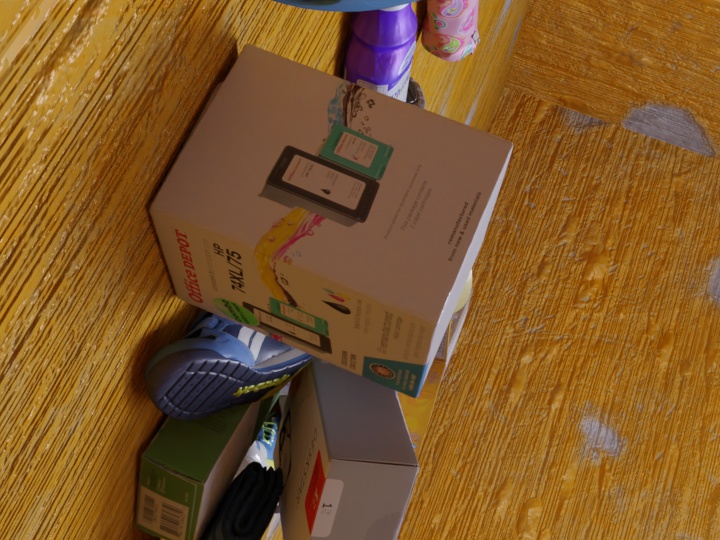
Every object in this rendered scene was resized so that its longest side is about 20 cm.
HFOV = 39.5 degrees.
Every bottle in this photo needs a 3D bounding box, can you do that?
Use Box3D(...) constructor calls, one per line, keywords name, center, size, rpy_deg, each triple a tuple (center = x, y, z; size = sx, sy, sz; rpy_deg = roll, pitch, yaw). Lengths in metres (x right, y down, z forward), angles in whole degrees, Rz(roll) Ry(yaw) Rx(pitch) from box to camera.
Box3D(name="bottle", center=(0.019, -0.214, 1.012), size=(0.200, 0.065, 0.084), rpy_deg=(98, 15, -57))

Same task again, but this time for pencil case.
Box3D(name="pencil case", center=(0.124, -0.354, 1.328), size=(0.200, 0.087, 0.088), rpy_deg=(81, 31, -73))

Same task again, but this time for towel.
Box3D(name="towel", center=(-0.142, 0.269, 0.924), size=(0.200, 0.048, 0.112), rpy_deg=(-50, -173, 31))

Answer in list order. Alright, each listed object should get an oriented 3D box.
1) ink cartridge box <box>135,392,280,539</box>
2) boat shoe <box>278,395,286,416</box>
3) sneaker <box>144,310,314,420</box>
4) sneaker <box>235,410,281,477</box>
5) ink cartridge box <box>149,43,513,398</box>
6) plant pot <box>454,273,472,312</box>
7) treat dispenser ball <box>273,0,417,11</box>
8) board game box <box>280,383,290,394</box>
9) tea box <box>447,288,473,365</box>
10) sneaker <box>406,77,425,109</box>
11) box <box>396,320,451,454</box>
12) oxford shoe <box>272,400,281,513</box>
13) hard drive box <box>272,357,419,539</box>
Box3D(name="ink cartridge box", center=(-0.127, 0.137, 0.901), size=(0.200, 0.059, 0.104), rpy_deg=(-61, 170, -47))
Box3D(name="boat shoe", center=(-0.056, 0.173, 1.152), size=(0.071, 0.063, 0.201), rpy_deg=(100, -25, -78))
Box3D(name="sneaker", center=(-0.114, 0.065, 0.808), size=(0.074, 0.082, 0.200), rpy_deg=(-40, 165, 18))
Box3D(name="sneaker", center=(-0.125, 0.192, 1.103), size=(0.200, 0.075, 0.106), rpy_deg=(91, 1, -63))
Box3D(name="ink cartridge box", center=(-0.019, -0.032, 0.706), size=(0.147, 0.199, 0.147), rpy_deg=(94, 20, -64))
Box3D(name="plant pot", center=(0.000, 0.000, 1.088), size=(0.142, 0.200, 0.201), rpy_deg=(-35, 155, -28))
Box3D(name="treat dispenser ball", center=(-0.005, -0.199, 0.368), size=(0.201, 0.200, 0.202), rpy_deg=(20, 90, -82))
Box3D(name="board game box", center=(-0.038, 0.057, 0.981), size=(0.200, 0.152, 0.041), rpy_deg=(100, -12, -53))
Box3D(name="tea box", center=(0.032, 0.092, 1.399), size=(0.200, 0.196, 0.134), rpy_deg=(-60, 168, -55))
Box3D(name="sneaker", center=(0.044, -0.135, 1.173), size=(0.100, 0.077, 0.201), rpy_deg=(116, -25, -47))
Box3D(name="box", center=(0.054, 0.084, 0.941), size=(0.200, 0.041, 0.120), rpy_deg=(95, 4, -55))
Box3D(name="oxford shoe", center=(-0.087, 0.204, 1.235), size=(0.201, 0.073, 0.071), rpy_deg=(-64, -153, 3))
Box3D(name="hard drive box", center=(-0.020, 0.168, 0.891), size=(0.200, 0.076, 0.157), rpy_deg=(-110, -149, -61))
